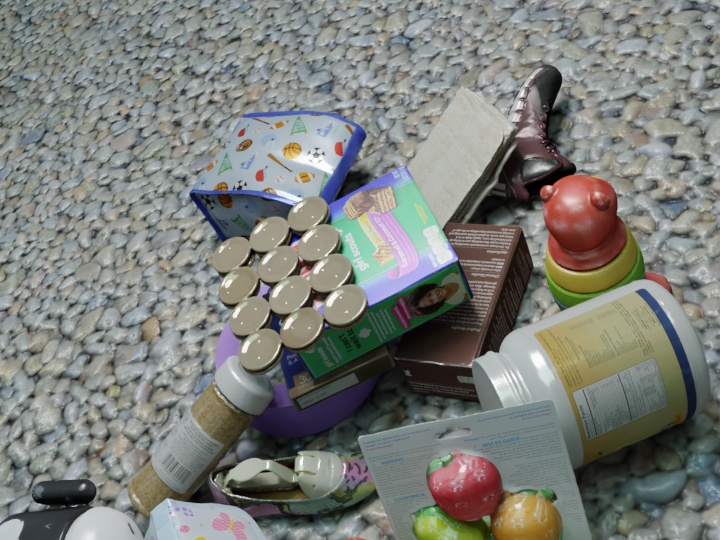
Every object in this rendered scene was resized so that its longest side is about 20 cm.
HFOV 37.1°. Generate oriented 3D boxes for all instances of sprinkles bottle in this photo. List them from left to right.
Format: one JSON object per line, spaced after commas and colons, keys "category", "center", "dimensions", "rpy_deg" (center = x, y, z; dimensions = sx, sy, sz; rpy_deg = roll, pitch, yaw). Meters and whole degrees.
{"category": "sprinkles bottle", "center": [-0.179, 0.190, 1.197], "dimensions": [0.201, 0.068, 0.068], "rpy_deg": [-50, 42, 13]}

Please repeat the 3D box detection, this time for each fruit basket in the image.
{"category": "fruit basket", "center": [0.112, 0.215, 0.990], "dimensions": [0.182, 0.203, 0.094], "rpy_deg": [-14, 18, 16]}

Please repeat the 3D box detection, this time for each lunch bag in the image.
{"category": "lunch bag", "center": [-0.119, 0.324, 1.005], "dimensions": [0.126, 0.201, 0.170], "rpy_deg": [-32, 43, -4]}
{"category": "lunch bag", "center": [-0.100, -0.124, 1.455], "dimensions": [0.198, 0.124, 0.171], "rpy_deg": [-1, 49, 36]}

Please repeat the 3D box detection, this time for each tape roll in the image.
{"category": "tape roll", "center": [-0.072, 0.096, 1.282], "dimensions": [0.197, 0.066, 0.202], "rpy_deg": [-15, 46, 15]}

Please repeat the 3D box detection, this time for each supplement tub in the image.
{"category": "supplement tub", "center": [0.222, 0.108, 1.049], "dimensions": [0.197, 0.146, 0.145], "rpy_deg": [-21, 44, -5]}

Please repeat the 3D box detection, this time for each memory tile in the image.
{"category": "memory tile", "center": [-0.080, 0.013, 1.151], "dimensions": [0.152, 0.017, 0.201], "rpy_deg": [-28, 46, 5]}

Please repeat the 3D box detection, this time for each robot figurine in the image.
{"category": "robot figurine", "center": [-0.327, 0.323, 1.169], "dimensions": [0.197, 0.152, 0.125], "rpy_deg": [-9, 25, 20]}

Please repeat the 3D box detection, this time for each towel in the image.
{"category": "towel", "center": [0.113, -0.124, 1.354], "dimensions": [0.201, 0.034, 0.133], "rpy_deg": [-55, 40, 18]}

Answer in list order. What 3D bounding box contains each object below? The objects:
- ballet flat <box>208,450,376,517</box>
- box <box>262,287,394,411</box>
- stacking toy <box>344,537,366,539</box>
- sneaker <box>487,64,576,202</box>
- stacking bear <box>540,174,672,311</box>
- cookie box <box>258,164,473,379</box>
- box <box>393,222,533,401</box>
{"category": "ballet flat", "center": [-0.076, 0.226, 1.163], "dimensions": [0.197, 0.072, 0.070], "rpy_deg": [-11, 48, 17]}
{"category": "box", "center": [-0.044, 0.056, 1.236], "dimensions": [0.120, 0.033, 0.201], "rpy_deg": [-25, 43, 4]}
{"category": "stacking toy", "center": [0.005, 0.341, 0.960], "dimensions": [0.084, 0.085, 0.203], "rpy_deg": [-13, 61, 15]}
{"category": "sneaker", "center": [0.237, -0.165, 1.365], "dimensions": [0.114, 0.076, 0.202], "rpy_deg": [22, 74, 33]}
{"category": "stacking bear", "center": [0.244, -0.020, 1.128], "dimensions": [0.120, 0.201, 0.114], "rpy_deg": [16, 59, 36]}
{"category": "cookie box", "center": [0.000, 0.000, 1.187], "dimensions": [0.198, 0.076, 0.172], "rpy_deg": [-28, 46, 2]}
{"category": "box", "center": [0.122, 0.044, 1.226], "dimensions": [0.099, 0.075, 0.202], "rpy_deg": [5, 52, 29]}
